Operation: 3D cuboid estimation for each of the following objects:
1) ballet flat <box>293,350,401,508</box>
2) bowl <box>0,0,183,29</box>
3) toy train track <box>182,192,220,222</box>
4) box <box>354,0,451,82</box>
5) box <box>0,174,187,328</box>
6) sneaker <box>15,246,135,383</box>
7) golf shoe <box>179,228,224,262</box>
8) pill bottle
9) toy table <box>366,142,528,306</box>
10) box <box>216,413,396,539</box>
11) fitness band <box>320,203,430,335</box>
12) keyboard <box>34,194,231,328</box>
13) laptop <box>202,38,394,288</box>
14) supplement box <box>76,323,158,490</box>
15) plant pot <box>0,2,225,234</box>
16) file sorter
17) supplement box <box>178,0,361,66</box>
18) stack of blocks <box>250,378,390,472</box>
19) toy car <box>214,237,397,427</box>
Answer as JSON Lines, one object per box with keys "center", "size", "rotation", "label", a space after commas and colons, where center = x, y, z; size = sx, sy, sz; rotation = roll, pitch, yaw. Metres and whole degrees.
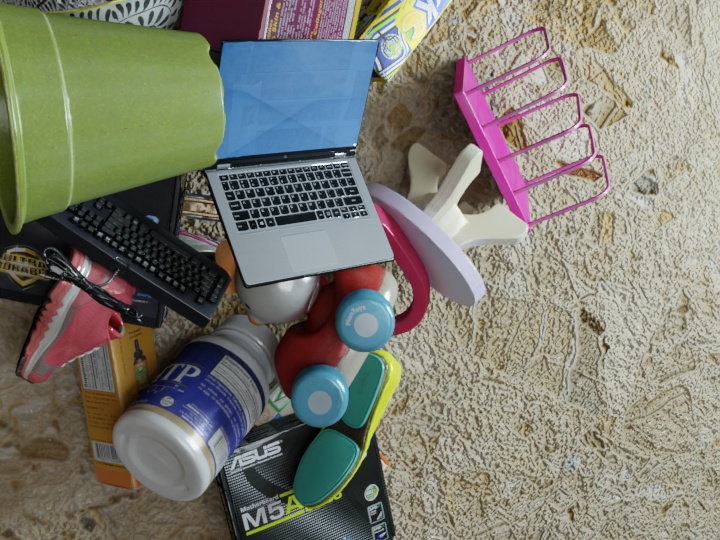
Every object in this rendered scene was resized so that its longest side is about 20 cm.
{"center": [-0.008, 0.186, 1.063], "size": [0.201, 0.066, 0.067], "rotation": [-63, 152, 3], "label": "ballet flat"}
{"center": [-0.257, -0.258, 0.922], "size": [0.199, 0.201, 0.095], "rotation": [-25, 132, -18], "label": "bowl"}
{"center": [-0.185, -0.071, 0.999], "size": [0.198, 0.033, 0.116], "rotation": [7, 99, -9], "label": "toy train track"}
{"center": [0.058, -0.322, 1.099], "size": [0.064, 0.070, 0.201], "rotation": [40, 83, -28], "label": "box"}
{"center": [-0.286, -0.055, 0.947], "size": [0.198, 0.050, 0.200], "rotation": [12, 112, -3], "label": "box"}
{"center": [-0.288, 0.064, 0.928], "size": [0.086, 0.074, 0.200], "rotation": [22, 135, -19], "label": "sneaker"}
{"center": [-0.216, -0.017, 1.024], "size": [0.198, 0.092, 0.073], "rotation": [9, 99, -24], "label": "golf shoe"}
{"center": [-0.171, 0.144, 1.024], "size": [0.120, 0.119, 0.200], "rotation": [62, 38, -21], "label": "pill bottle"}
{"center": [0.102, -0.063, 1.123], "size": [0.200, 0.184, 0.117], "rotation": [44, 73, 8], "label": "toy table"}
{"center": [-0.066, 0.269, 1.108], "size": [0.198, 0.047, 0.195], "rotation": [-16, 108, -22], "label": "box"}
{"center": [0.000, 0.000, 1.112], "size": [0.143, 0.038, 0.201], "rotation": [-24, 116, 24], "label": "fitness band"}
{"center": [-0.224, -0.010, 0.873], "size": [0.199, 0.021, 0.128], "rotation": [33, 44, -11], "label": "keyboard"}
{"center": [-0.046, -0.109, 0.903], "size": [0.186, 0.116, 0.202], "rotation": [-11, 72, -36], "label": "laptop"}
{"center": [-0.269, 0.139, 1.035], "size": [0.066, 0.068, 0.202], "rotation": [-25, 116, -57], "label": "supplement box"}
{"center": [-0.226, -0.143, 0.812], "size": [0.188, 0.200, 0.202], "rotation": [-9, 104, -26], "label": "plant pot"}
{"center": [0.214, -0.178, 1.135], "size": [0.124, 0.139, 0.201], "rotation": [-22, 113, 19], "label": "file sorter"}
{"center": [-0.088, -0.272, 0.969], "size": [0.200, 0.102, 0.132], "rotation": [1, 104, -68], "label": "supplement box"}
{"center": [-0.068, 0.215, 1.155], "size": [0.115, 0.058, 0.200], "rotation": [-45, 115, -10], "label": "stack of blocks"}
{"center": [-0.078, 0.039, 1.000], "size": [0.199, 0.184, 0.178], "rotation": [31, 100, -5], "label": "toy car"}
